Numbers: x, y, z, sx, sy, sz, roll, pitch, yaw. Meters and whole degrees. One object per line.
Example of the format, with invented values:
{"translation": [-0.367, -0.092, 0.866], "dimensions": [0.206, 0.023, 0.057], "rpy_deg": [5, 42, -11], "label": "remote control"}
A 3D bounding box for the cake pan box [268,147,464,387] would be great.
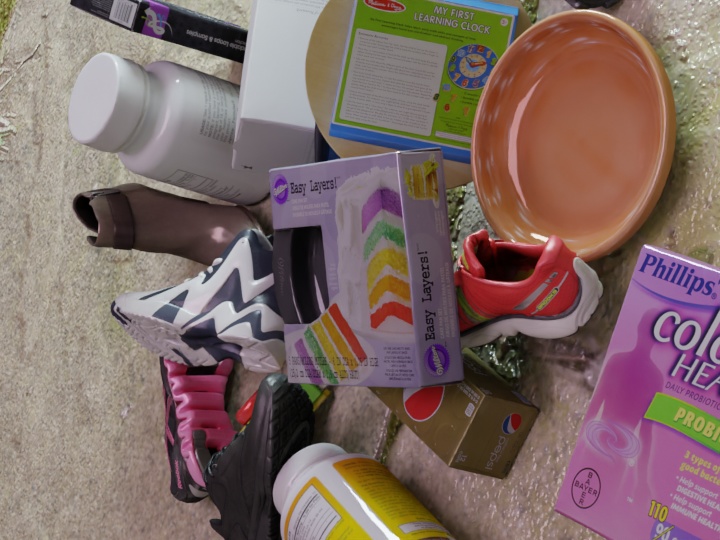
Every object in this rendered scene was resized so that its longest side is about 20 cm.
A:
{"translation": [0.000, 0.000, 1.465], "dimensions": [0.200, 0.052, 0.186], "rpy_deg": [-1, 93, 55], "label": "cake pan box"}

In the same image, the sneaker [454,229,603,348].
{"translation": [0.098, 0.006, 1.426], "dimensions": [0.199, 0.085, 0.077], "rpy_deg": [-10, 38, 43], "label": "sneaker"}

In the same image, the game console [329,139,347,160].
{"translation": [-0.017, -0.140, 1.636], "dimensions": [0.170, 0.118, 0.201], "rpy_deg": [-6, 73, 51], "label": "game console"}

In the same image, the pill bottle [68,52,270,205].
{"translation": [-0.177, -0.140, 1.770], "dimensions": [0.114, 0.199, 0.115], "rpy_deg": [-21, 61, 46], "label": "pill bottle"}

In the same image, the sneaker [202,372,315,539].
{"translation": [-0.096, 0.172, 1.593], "dimensions": [0.090, 0.076, 0.201], "rpy_deg": [23, 123, 22], "label": "sneaker"}

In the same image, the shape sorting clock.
{"translation": [0.053, -0.165, 1.523], "dimensions": [0.039, 0.199, 0.201], "rpy_deg": [36, -111, -88], "label": "shape sorting clock"}

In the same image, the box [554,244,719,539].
{"translation": [0.248, 0.106, 1.229], "dimensions": [0.176, 0.096, 0.201], "rpy_deg": [24, 96, 53], "label": "box"}

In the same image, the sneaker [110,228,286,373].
{"translation": [-0.132, 0.018, 1.716], "dimensions": [0.198, 0.080, 0.130], "rpy_deg": [4, 53, 37], "label": "sneaker"}

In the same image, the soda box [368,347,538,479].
{"translation": [0.057, 0.089, 1.505], "dimensions": [0.200, 0.064, 0.068], "rpy_deg": [42, 110, 50], "label": "soda box"}

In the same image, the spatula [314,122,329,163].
{"translation": [-0.044, -0.067, 1.608], "dimensions": [0.057, 0.020, 0.201], "rpy_deg": [-80, 3, -58], "label": "spatula"}

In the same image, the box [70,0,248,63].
{"translation": [-0.168, -0.238, 1.795], "dimensions": [0.143, 0.199, 0.036], "rpy_deg": [28, 104, 53], "label": "box"}

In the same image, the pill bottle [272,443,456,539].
{"translation": [0.006, 0.223, 1.485], "dimensions": [0.200, 0.109, 0.110], "rpy_deg": [42, 111, 50], "label": "pill bottle"}

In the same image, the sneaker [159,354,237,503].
{"translation": [-0.168, 0.135, 1.777], "dimensions": [0.095, 0.079, 0.201], "rpy_deg": [-47, 42, 47], "label": "sneaker"}

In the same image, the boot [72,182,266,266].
{"translation": [-0.193, -0.037, 1.793], "dimensions": [0.200, 0.145, 0.071], "rpy_deg": [28, 114, 56], "label": "boot"}

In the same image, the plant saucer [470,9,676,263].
{"translation": [0.170, -0.102, 1.431], "dimensions": [0.199, 0.037, 0.202], "rpy_deg": [-7, 81, 45], "label": "plant saucer"}

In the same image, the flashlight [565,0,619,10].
{"translation": [0.150, -0.286, 1.517], "dimensions": [0.200, 0.067, 0.068], "rpy_deg": [50, 119, 46], "label": "flashlight"}

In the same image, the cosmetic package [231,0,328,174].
{"translation": [-0.065, -0.197, 1.671], "dimensions": [0.108, 0.084, 0.201], "rpy_deg": [114, 163, -68], "label": "cosmetic package"}

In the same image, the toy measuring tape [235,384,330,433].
{"translation": [-0.057, 0.116, 1.629], "dimensions": [0.200, 0.073, 0.074], "rpy_deg": [-49, 44, 34], "label": "toy measuring tape"}
